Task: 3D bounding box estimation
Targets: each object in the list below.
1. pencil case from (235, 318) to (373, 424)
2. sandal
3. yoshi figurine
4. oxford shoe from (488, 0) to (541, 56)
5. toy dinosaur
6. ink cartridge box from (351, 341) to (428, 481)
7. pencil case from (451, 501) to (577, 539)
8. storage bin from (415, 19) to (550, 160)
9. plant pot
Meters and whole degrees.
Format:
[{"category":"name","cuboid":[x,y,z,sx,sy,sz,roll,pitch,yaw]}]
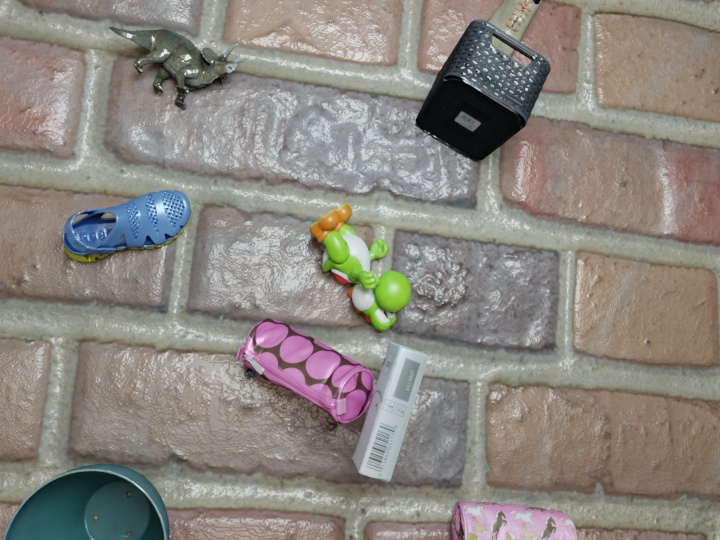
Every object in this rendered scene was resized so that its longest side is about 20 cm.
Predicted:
[{"category":"pencil case","cuboid":[-0.080,0.143,0.751,0.196,0.093,0.093,19,101,29]},{"category":"sandal","cuboid":[-0.344,-0.066,0.772,0.196,0.087,0.081,-23,87,-11]},{"category":"yoshi figurine","cuboid":[0.013,-0.008,0.813,0.111,0.112,0.203,-33,94,-16]},{"category":"oxford shoe","cuboid":[0.257,-0.428,0.895,0.069,0.075,0.204,27,83,-6]},{"category":"toy dinosaur","cuboid":[-0.284,-0.325,0.817,0.196,0.077,0.104,26,71,-1]},{"category":"ink cartridge box","cuboid":[0.028,0.185,0.748,0.056,0.200,0.167,20,83,-11]},{"category":"pencil case","cuboid":[0.240,0.416,0.825,0.194,0.083,0.089,7,84,-9]},{"category":"storage bin","cuboid":[0.179,-0.264,0.807,0.133,0.200,0.095,29,82,-5]},{"category":"plant pot","cuboid":[-0.348,0.355,0.713,0.194,0.135,0.207,1,86,-8]}]
